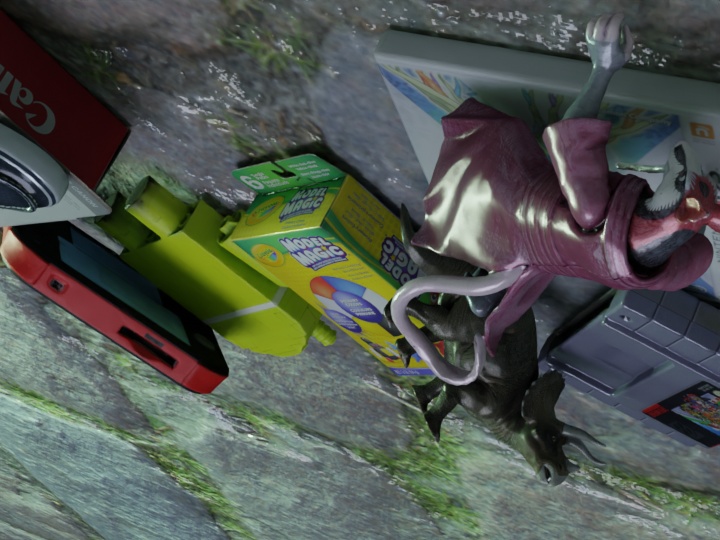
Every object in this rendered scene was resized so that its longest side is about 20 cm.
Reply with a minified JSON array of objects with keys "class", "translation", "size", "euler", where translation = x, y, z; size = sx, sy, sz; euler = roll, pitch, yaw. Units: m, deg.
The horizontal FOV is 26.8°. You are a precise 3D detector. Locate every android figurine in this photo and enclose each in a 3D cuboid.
[{"class":"android figurine","translation":[-0.106,0.003,1.159],"size":[0.200,0.041,0.182],"euler":[37,155,-20]}]

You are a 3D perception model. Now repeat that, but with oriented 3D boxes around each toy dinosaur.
[{"class":"toy dinosaur","translation":[0.075,0.045,0.971],"size":[0.077,0.102,0.201],"euler":[-119,9,-87]}]

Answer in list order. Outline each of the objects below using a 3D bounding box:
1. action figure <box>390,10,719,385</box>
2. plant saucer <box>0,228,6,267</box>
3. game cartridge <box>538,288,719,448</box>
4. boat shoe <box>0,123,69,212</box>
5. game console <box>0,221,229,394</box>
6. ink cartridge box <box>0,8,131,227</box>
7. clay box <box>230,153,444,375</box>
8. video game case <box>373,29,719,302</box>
[{"class":"action figure","translation":[0.095,-0.025,0.721],"size":[0.134,0.149,0.200],"euler":[45,165,-23]},{"class":"plant saucer","translation":[-0.358,-0.060,1.309],"size":[0.199,0.035,0.201],"euler":[24,157,11]},{"class":"game cartridge","translation":[0.193,0.063,0.945],"size":[0.129,0.039,0.200],"euler":[31,164,1]},{"class":"boat shoe","translation":[-0.288,-0.056,0.959],"size":[0.199,0.091,0.071],"euler":[18,154,14]},{"class":"game console","translation":[-0.192,0.012,1.178],"size":[0.199,0.031,0.177],"euler":[36,-171,-19]},{"class":"ink cartridge box","translation":[-0.262,-0.122,1.016],"size":[0.175,0.084,0.200],"euler":[-1,144,45]},{"class":"clay box","translation":[0.000,0.000,1.030],"size":[0.200,0.048,0.115],"euler":[39,156,-26]},{"class":"video game case","translation":[0.120,-0.052,0.830],"size":[0.199,0.022,0.183],"euler":[14,153,28]}]
